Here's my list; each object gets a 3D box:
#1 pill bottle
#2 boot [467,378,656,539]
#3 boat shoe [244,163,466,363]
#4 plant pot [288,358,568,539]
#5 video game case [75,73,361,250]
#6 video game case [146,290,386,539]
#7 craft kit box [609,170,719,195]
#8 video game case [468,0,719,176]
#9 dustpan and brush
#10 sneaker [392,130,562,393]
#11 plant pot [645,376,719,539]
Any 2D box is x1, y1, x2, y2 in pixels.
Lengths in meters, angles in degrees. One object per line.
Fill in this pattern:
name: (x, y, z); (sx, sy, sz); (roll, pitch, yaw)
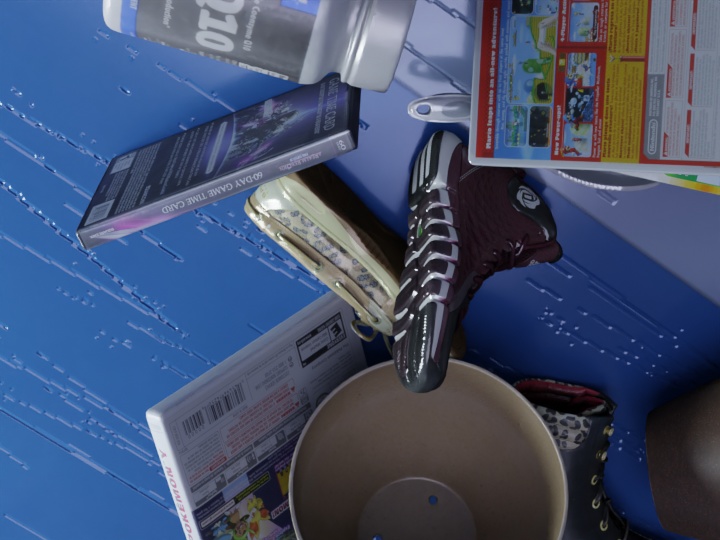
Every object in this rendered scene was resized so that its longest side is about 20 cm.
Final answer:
pill bottle: (-0.065, -0.193, 0.974); (0.199, 0.114, 0.114); (15, 112, -4)
boot: (0.190, 0.179, 1.137); (0.203, 0.074, 0.154); (15, 113, 2)
boat shoe: (0.000, 0.000, 1.079); (0.063, 0.073, 0.200); (-40, 95, 23)
plant pot: (0.046, 0.182, 1.073); (0.199, 0.201, 0.135); (5, 155, 0)
video game case: (-0.095, -0.082, 1.004); (0.199, 0.143, 0.019); (-19, 113, 9)
video game case: (-0.059, 0.138, 1.085); (0.023, 0.200, 0.183); (7, 120, 43)
craft kit box: (0.236, -0.150, 0.942); (0.197, 0.048, 0.201); (15, 98, 19)
video game case: (0.171, -0.137, 0.938); (0.199, 0.017, 0.144); (4, 94, 23)
dustpan and brush: (0.133, -0.121, 1.024); (0.199, 0.057, 0.140); (1, 112, 2)
sneaker: (0.091, -0.001, 1.024); (0.115, 0.201, 0.076); (14, 156, -16)
plant pot: (0.323, 0.141, 1.077); (0.199, 0.187, 0.188); (-10, 112, 20)
